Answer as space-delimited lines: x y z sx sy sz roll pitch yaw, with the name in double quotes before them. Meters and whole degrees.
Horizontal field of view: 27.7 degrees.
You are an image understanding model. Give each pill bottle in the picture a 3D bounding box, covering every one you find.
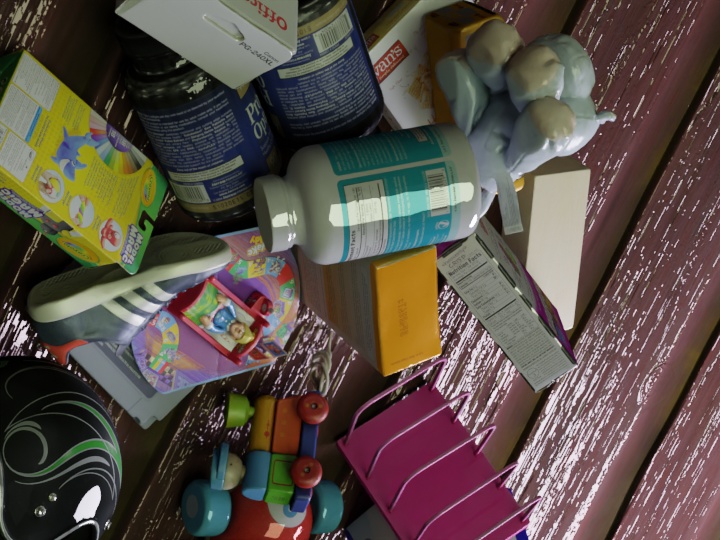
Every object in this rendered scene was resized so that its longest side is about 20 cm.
"pill bottle" 0.004 -0.069 1.351 0.198 0.111 0.112 -10 119 -14
"pill bottle" -0.042 -0.184 1.402 0.111 0.112 0.201 -33 126 -17
"pill bottle" -0.151 -0.154 1.352 0.111 0.112 0.201 -33 127 -16

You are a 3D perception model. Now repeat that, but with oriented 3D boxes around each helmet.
"helmet" -0.315 0.180 1.353 0.190 0.199 0.202 -2 115 -58

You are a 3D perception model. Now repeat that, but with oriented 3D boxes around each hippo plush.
"hippo plush" 0.183 -0.152 1.414 0.160 0.159 0.202 -19 103 -36

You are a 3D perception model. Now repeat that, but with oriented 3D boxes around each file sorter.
"file sorter" 0.089 0.220 1.619 0.138 0.201 0.126 -29 162 -19

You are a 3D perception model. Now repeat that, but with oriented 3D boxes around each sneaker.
"sneaker" -0.213 0.029 1.382 0.198 0.075 0.085 -19 119 -15

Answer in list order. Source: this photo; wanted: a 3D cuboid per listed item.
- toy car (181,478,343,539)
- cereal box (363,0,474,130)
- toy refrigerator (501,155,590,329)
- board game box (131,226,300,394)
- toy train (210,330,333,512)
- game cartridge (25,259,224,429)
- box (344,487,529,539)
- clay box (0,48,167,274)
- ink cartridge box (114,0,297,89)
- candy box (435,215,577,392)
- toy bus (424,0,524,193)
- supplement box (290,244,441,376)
"toy car" -0.086 0.333 1.573 0.183 0.200 0.179 6 112 -36
"cereal box" 0.085 -0.202 1.537 0.144 0.039 0.200 -46 130 -7
"toy refrigerator" 0.207 -0.031 1.688 0.075 0.070 0.202 -9 117 -22
"board game box" -0.134 0.045 1.464 0.198 0.039 0.160 -14 117 -34
"toy train" -0.095 0.150 1.565 0.114 0.202 0.085 9 154 -8
"game cartridge" -0.225 0.054 1.453 0.133 0.041 0.200 -41 129 -6
"box" 0.107 0.362 1.721 0.198 0.185 0.105 4 144 -35
"clay box" -0.264 -0.090 1.312 0.200 0.047 0.116 44 49 -39
"ink cartridge box" -0.127 -0.279 1.252 0.145 0.083 0.202 29 49 -40
"candy box" 0.148 0.018 1.582 0.061 0.137 0.200 -34 112 12
"toy bus" 0.120 -0.172 1.507 0.078 0.065 0.202 -23 123 -23
"supplement box" 0.000 0.000 1.472 0.073 0.200 0.127 -19 124 -23
